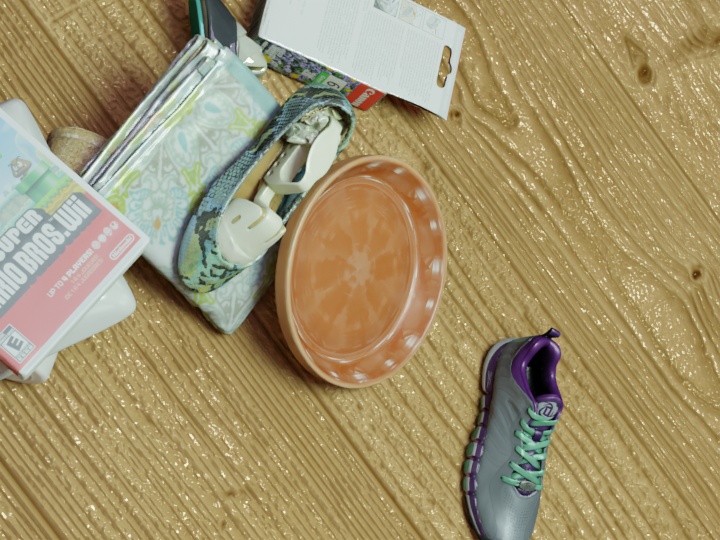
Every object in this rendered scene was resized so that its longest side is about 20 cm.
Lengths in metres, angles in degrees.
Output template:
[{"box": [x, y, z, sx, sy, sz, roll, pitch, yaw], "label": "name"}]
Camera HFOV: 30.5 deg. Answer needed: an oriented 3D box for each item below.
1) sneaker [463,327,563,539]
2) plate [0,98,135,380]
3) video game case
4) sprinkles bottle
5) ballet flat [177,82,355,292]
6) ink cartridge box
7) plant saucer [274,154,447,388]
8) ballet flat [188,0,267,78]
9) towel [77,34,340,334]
[{"box": [0.143, 0.151, 1.182, 0.073, 0.087, 0.203, 11, 70, -22], "label": "sneaker"}, {"box": [-0.296, -0.016, 0.985, 0.199, 0.032, 0.201, -27, 82, -24], "label": "plate"}, {"box": [-0.275, -0.037, 0.972, 0.200, 0.017, 0.143, 40, 65, -1], "label": "video game case"}, {"box": [-0.250, -0.014, 1.055, 0.068, 0.068, 0.202, 22, 66, -18], "label": "sprinkles bottle"}, {"box": [-0.072, -0.064, 1.054, 0.074, 0.074, 0.201, 34, 85, -12], "label": "ballet flat"}, {"box": [-0.004, -0.217, 1.242, 0.198, 0.050, 0.110, 22, 66, -19], "label": "ink cartridge box"}, {"box": [0.000, 0.000, 1.147, 0.199, 0.032, 0.203, -13, 108, -44], "label": "plant saucer"}, {"box": [-0.114, -0.156, 1.160, 0.072, 0.073, 0.203, 0, 81, -25], "label": "ballet flat"}, {"box": [-0.119, -0.070, 1.091, 0.172, 0.048, 0.200, -50, 126, -9], "label": "towel"}]
